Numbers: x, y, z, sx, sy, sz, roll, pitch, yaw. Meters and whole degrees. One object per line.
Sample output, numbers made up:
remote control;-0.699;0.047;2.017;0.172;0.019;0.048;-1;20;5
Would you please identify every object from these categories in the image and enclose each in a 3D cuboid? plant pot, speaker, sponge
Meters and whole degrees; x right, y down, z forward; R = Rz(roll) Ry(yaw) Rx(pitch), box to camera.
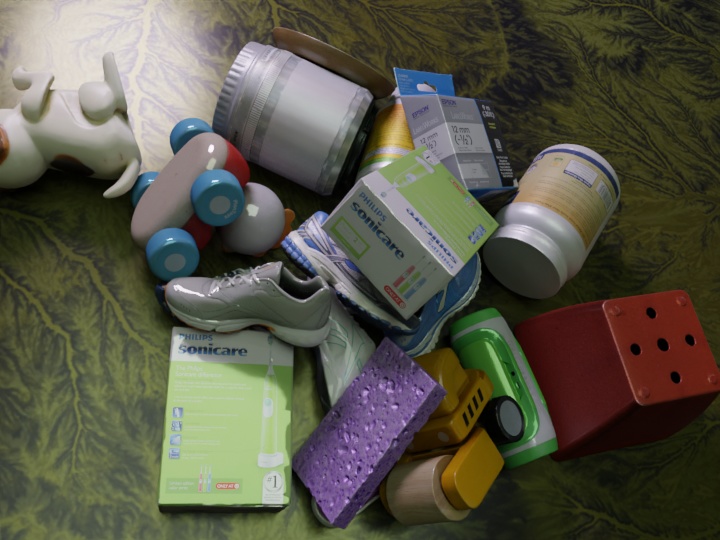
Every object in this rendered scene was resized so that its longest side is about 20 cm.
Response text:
plant pot;0.355;0.126;0.927;0.198;0.176;0.202;-7;68;-16
speaker;0.189;0.156;0.922;0.088;0.089;0.202;-15;71;-20
plant pot;-0.043;-0.300;1.020;0.198;0.200;0.028;26;95;-2
sponge;0.006;0.188;0.809;0.030;0.111;0.201;35;93;-40

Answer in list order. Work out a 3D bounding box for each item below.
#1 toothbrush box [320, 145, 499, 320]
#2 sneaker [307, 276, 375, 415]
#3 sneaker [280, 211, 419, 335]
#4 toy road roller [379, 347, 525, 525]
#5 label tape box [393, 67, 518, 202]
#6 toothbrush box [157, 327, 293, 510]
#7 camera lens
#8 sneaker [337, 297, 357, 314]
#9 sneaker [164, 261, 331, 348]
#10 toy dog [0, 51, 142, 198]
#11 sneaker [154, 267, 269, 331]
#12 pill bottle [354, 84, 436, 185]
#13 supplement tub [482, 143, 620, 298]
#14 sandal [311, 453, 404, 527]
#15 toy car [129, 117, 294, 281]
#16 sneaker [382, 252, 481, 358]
toothbrush box;0.067;-0.054;0.825;0.146;0.086;0.200;46;31;3
sneaker;-0.027;0.091;0.907;0.079;0.070;0.202;-10;77;-16
sneaker;0.000;0.000;0.844;0.199;0.077;0.085;38;83;6
toy road roller;0.091;0.188;0.825;0.147;0.122;0.200;55;44;-8
label tape box;0.136;-0.198;0.968;0.143;0.066;0.202;-10;83;-48
toothbrush box;-0.157;0.178;0.816;0.144;0.086;0.202;4;67;-13
camera lens;-0.088;-0.211;0.970;0.198;0.160;0.161;25;63;-3
sneaker;0.051;-0.023;0.948;0.200;0.116;0.076;-39;80;-26
sneaker;-0.126;0.022;0.802;0.198;0.093;0.076;9;37;-6
toy dog;-0.398;-0.169;0.900;0.198;0.139;0.196;-15;85;-16
sneaker;-0.166;0.036;0.901;0.198;0.077;0.086;15;54;-16
pill bottle;0.065;-0.182;1.018;0.110;0.111;0.201;19;56;-5
supplement tub;0.279;-0.072;1.011;0.144;0.145;0.200;37;63;4
sandal;0.023;0.238;0.864;0.082;0.050;0.203;41;63;5
toy car;-0.176;-0.064;0.906;0.199;0.177;0.185;32;15;-39
sneaker;0.095;0.026;0.925;0.078;0.089;0.201;13;57;40
